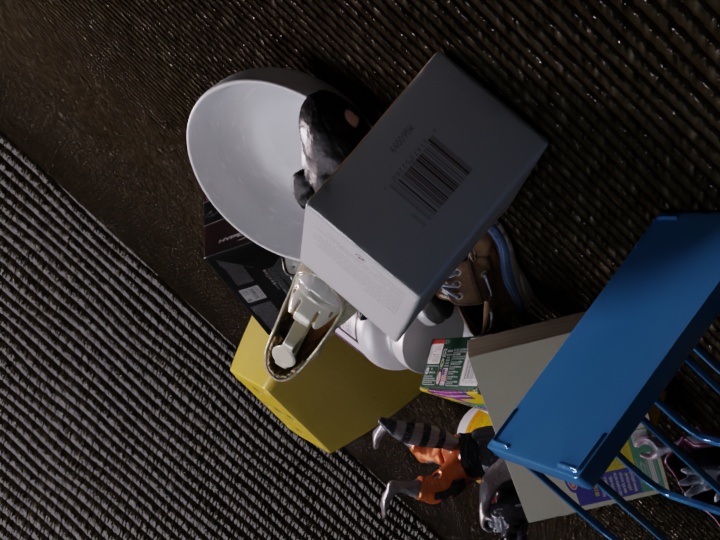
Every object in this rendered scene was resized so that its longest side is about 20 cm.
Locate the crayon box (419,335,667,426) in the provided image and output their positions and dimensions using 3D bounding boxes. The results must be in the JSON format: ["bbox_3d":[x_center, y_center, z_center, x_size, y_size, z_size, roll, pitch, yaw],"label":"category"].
[{"bbox_3d":[0.164,0.111,1.535,0.171,0.059,0.200,17,173,-11],"label":"crayon box"}]

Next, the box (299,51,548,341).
[{"bbox_3d":[0.041,-0.049,1.248,0.106,0.153,0.200,39,169,4],"label":"box"}]

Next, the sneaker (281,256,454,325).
[{"bbox_3d":[0.000,0.000,1.557,0.076,0.115,0.201,25,-155,-56],"label":"sneaker"}]

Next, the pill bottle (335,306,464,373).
[{"bbox_3d":[0.019,0.030,1.710,0.200,0.113,0.113,35,168,49],"label":"pill bottle"}]

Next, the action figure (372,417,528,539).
[{"bbox_3d":[0.113,0.191,1.566,0.200,0.191,0.106,-102,11,-71],"label":"action figure"}]

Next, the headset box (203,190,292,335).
[{"bbox_3d":[-0.097,-0.062,1.674,0.149,0.074,0.201,55,-157,-48],"label":"headset box"}]

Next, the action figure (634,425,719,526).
[{"bbox_3d":[0.312,0.159,1.343,0.135,0.148,0.200,57,-168,10],"label":"action figure"}]

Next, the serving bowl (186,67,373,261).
[{"bbox_3d":[-0.056,-0.104,1.488,0.199,0.066,0.201,18,136,18],"label":"serving bowl"}]

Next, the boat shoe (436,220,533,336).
[{"bbox_3d":[0.093,-0.005,1.451,0.072,0.073,0.200,29,165,42],"label":"boat shoe"}]

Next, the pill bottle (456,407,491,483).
[{"bbox_3d":[0.183,0.202,1.850,0.109,0.109,0.200,45,168,-19],"label":"pill bottle"}]

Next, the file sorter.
[{"bbox_3d":[0.206,0.078,1.055,0.123,0.200,0.139,41,169,-15],"label":"file sorter"}]

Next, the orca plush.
[{"bbox_3d":[-0.007,-0.048,1.386,0.071,0.104,0.202,-80,-14,-66],"label":"orca plush"}]

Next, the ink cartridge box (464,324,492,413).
[{"bbox_3d":[0.127,0.070,1.760,0.162,0.050,0.201,22,140,62],"label":"ink cartridge box"}]

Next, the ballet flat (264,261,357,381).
[{"bbox_3d":[-0.044,0.042,1.524,0.067,0.062,0.201,32,143,6],"label":"ballet flat"}]

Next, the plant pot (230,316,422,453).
[{"bbox_3d":[-0.051,0.118,2.155,0.200,0.177,0.200,47,168,-23],"label":"plant pot"}]

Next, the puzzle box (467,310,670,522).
[{"bbox_3d":[0.180,0.126,1.417,0.026,0.132,0.201,-89,-18,-54],"label":"puzzle box"}]
